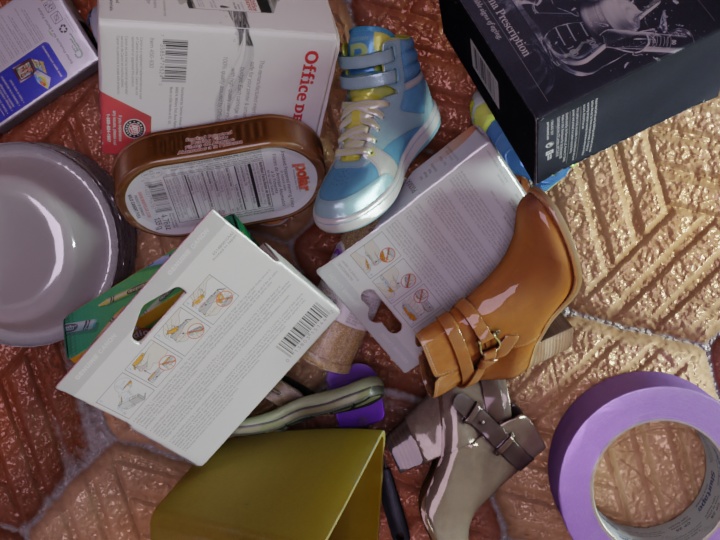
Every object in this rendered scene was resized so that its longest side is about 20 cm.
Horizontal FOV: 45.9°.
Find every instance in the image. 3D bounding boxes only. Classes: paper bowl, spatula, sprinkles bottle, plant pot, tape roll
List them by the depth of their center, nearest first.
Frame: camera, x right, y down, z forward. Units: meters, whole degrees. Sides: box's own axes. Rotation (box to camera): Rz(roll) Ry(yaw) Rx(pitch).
[{"bbox_3d":[-0.090,0.268,0.812,0.174,0.200,0.203,9,112,16],"label":"plant pot"},{"bbox_3d":[-0.332,-0.025,0.841,0.197,0.104,0.204,0,97,2],"label":"paper bowl"},{"bbox_3d":[0.000,0.000,0.844,0.068,0.068,0.202,24,98,0],"label":"sprinkles bottle"},{"bbox_3d":[0.292,0.207,0.855,0.197,0.066,0.203,0,96,4],"label":"tape roll"},{"bbox_3d":[0.017,0.195,0.889,0.056,0.021,0.203,-16,98,17],"label":"spatula"}]

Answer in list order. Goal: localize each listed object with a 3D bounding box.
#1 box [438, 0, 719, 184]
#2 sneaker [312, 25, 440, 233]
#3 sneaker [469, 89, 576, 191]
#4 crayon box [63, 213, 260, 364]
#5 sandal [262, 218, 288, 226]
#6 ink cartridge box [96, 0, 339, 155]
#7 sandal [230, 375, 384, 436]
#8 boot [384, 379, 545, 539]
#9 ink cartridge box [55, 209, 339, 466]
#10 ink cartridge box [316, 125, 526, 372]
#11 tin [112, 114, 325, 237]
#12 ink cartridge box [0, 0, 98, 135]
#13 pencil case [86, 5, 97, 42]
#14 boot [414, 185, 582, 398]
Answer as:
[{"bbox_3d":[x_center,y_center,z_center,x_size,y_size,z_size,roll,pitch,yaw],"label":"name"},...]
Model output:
[{"bbox_3d":[0.187,-0.213,0.741,0.180,0.104,0.202,-25,63,-1],"label":"box"},{"bbox_3d":[-0.001,-0.137,0.758,0.079,0.201,0.132,4,134,29],"label":"sneaker"},{"bbox_3d":[0.206,-0.133,0.823,0.197,0.076,0.107,-1,109,10],"label":"sneaker"},{"bbox_3d":[-0.172,0.047,0.831,0.198,0.059,0.119,-31,136,5],"label":"crayon box"},{"bbox_3d":[-0.154,-0.115,0.842,0.205,0.059,0.080,31,97,-1],"label":"sandal"},{"bbox_3d":[-0.131,-0.181,0.761,0.197,0.084,0.148,-1,142,-17],"label":"ink cartridge box"},{"bbox_3d":[-0.074,0.128,0.861,0.198,0.080,0.058,-15,81,5],"label":"sandal"},{"bbox_3d":[0.120,0.205,0.865,0.145,0.070,0.202,-25,100,-1],"label":"boot"},{"bbox_3d":[-0.142,0.059,0.758,0.200,0.045,0.176,-47,128,2],"label":"ink cartridge box"},{"bbox_3d":[0.077,-0.015,0.821,0.199,0.050,0.162,-35,121,10],"label":"ink cartridge box"},{"bbox_3d":[-0.129,-0.084,0.789,0.197,0.112,0.042,-10,58,-3],"label":"tin"},{"bbox_3d":[-0.361,-0.198,0.856,0.199,0.037,0.095,-32,95,4],"label":"ink cartridge box"},{"bbox_3d":[-0.156,-0.245,0.816,0.197,0.091,0.084,-18,128,6],"label":"pencil case"},{"bbox_3d":[0.119,0.030,0.781,0.153,0.074,0.202,-19,126,-9],"label":"boot"}]
